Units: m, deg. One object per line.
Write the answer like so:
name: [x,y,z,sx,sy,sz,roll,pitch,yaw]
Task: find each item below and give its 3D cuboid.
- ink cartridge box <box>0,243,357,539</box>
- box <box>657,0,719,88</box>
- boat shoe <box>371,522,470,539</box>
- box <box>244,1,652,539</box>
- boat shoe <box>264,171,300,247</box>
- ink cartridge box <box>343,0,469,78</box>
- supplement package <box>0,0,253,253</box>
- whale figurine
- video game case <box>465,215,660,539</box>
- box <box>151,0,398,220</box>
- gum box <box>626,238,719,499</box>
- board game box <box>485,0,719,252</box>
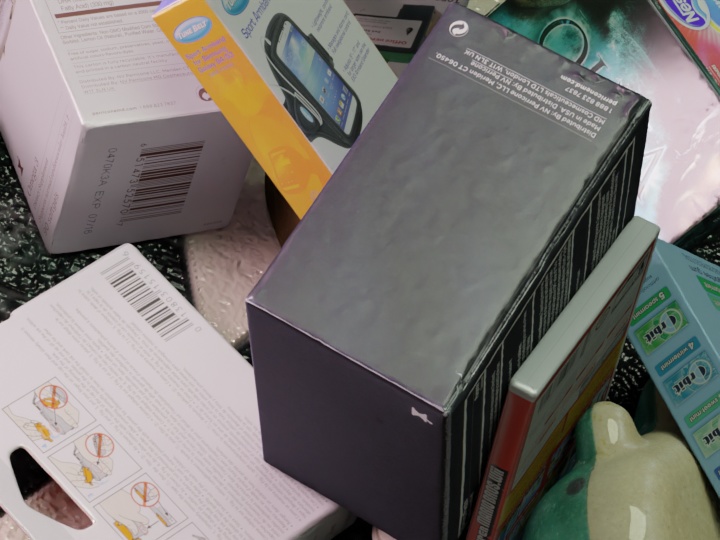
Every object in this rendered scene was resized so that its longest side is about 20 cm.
ink cartridge box: [-0.123,0.098,1.490,0.173,0.044,0.200,-33,68,-34]
box: [0.205,-0.141,1.752,0.102,0.095,0.200,-15,59,-26]
boat shoe: [0.075,0.095,1.544,0.057,0.067,0.200,54,49,-26]
box: [0.043,0.009,1.420,0.123,0.200,0.199,27,66,14]
boat shoe: [0.000,0.000,1.588,0.062,0.073,0.200,-7,55,-19]
ink cartridge box: [-0.008,-0.184,1.650,0.145,0.200,0.085,11,53,-9]
supplement package: [-0.148,-0.128,1.613,0.117,0.117,0.200,-10,56,-24]
whale figurine: [0.146,0.141,1.512,0.159,0.103,0.200,59,27,-22]
video game case: [0.100,0.082,1.471,0.017,0.200,0.143,28,49,15]
box: [-0.040,-0.115,1.538,0.200,0.041,0.119,52,33,-19]
gum box: [0.228,0.085,1.556,0.170,0.045,0.200,20,35,-54]
board game box: [0.146,-0.092,1.679,0.028,0.135,0.200,23,31,-58]
